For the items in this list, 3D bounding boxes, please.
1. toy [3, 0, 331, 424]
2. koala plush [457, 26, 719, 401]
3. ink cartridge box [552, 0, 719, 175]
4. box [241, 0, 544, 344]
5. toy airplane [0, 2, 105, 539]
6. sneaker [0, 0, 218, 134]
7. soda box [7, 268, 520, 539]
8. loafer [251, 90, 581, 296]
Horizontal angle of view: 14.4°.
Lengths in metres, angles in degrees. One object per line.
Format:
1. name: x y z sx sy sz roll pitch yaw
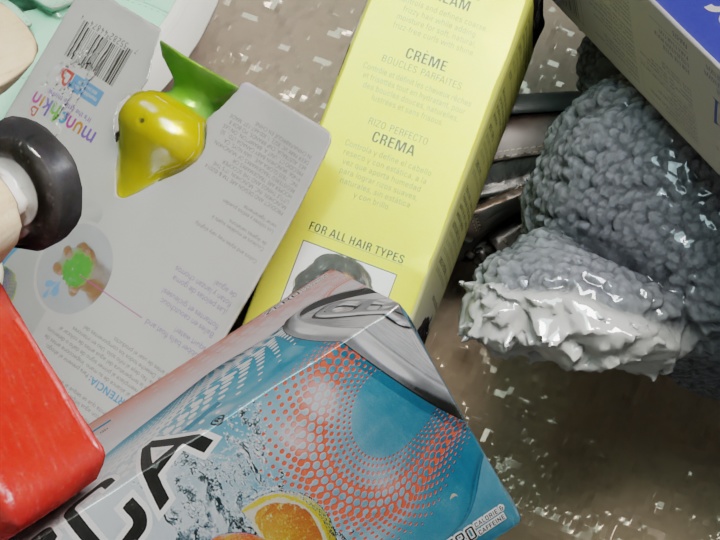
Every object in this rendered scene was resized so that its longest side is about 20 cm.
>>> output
1. toy: -0.086 0.028 0.846 0.115 0.047 0.201 32 97 36
2. koala plush: 0.138 -0.003 0.844 0.199 0.184 0.178 23 56 9
3. ink cartridge box: 0.116 -0.087 0.821 0.093 0.044 0.200 -21 37 -11
4. box: 0.000 0.000 0.853 0.050 0.075 0.201 20 84 6
5. toy airplane: -0.168 -0.008 0.677 0.199 0.142 0.200 5 40 -17
6. sneaker: -0.131 -0.083 0.902 0.200 0.074 0.119 -46 115 -28
7. soda box: -0.066 0.081 0.674 0.199 0.068 0.064 -33 104 -9
8. loafer: -0.001 -0.012 0.924 0.198 0.072 0.063 -9 76 -2
